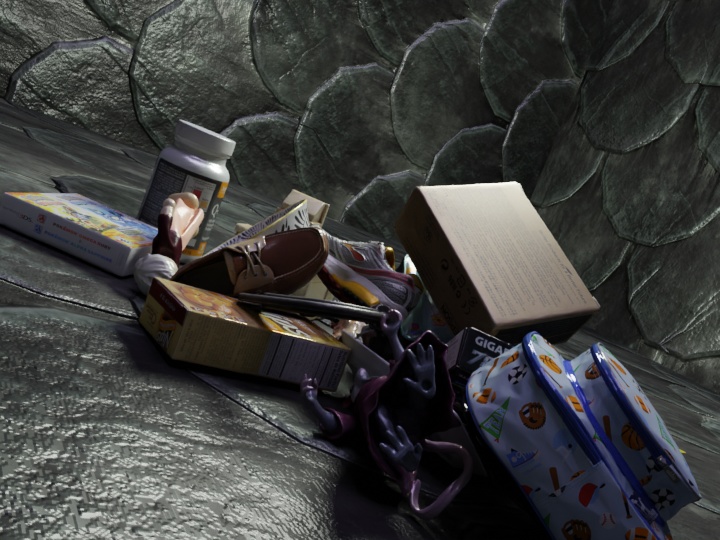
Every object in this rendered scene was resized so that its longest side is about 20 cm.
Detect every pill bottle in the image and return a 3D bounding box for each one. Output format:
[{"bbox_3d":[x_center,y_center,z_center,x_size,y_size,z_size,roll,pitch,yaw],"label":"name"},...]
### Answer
[{"bbox_3d":[-0.272,-0.122,1.201,0.115,0.202,0.116,22,8,-3],"label":"pill bottle"}]

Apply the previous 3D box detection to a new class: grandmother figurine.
[{"bbox_3d":[-0.244,-0.032,0.992,0.060,0.123,0.201,-3,32,0],"label":"grandmother figurine"}]

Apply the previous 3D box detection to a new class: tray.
[{"bbox_3d":[0.047,0.142,0.813,0.199,0.022,0.108,31,-26,49],"label":"tray"}]

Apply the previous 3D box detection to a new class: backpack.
[{"bbox_3d":[0.174,0.145,0.643,0.191,0.154,0.200,47,8,2],"label":"backpack"},{"bbox_3d":[0.128,0.076,0.979,0.199,0.154,0.177,28,34,-16],"label":"backpack"}]

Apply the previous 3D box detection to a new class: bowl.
[{"bbox_3d":[-0.136,-0.005,1.031,0.095,0.199,0.201,60,2,-9],"label":"bowl"}]

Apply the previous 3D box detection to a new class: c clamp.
[{"bbox_3d":[-0.040,0.040,0.835,0.169,0.027,0.199,14,-6,-34],"label":"c clamp"}]

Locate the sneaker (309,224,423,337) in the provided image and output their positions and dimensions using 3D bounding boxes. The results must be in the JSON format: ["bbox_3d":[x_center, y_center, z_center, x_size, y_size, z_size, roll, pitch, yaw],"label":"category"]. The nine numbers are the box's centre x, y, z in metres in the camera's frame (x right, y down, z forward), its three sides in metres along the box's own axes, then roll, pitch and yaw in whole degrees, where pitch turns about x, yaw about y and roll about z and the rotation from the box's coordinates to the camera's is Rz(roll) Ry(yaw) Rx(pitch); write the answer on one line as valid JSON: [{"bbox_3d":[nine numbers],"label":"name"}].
[{"bbox_3d":[0.000,0.000,0.942,0.200,0.082,0.078,39,-17,37],"label":"sneaker"}]

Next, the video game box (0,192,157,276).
[{"bbox_3d":[-0.360,-0.054,1.055,0.180,0.047,0.200,21,7,3],"label":"video game box"}]

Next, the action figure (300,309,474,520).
[{"bbox_3d":[0.033,0.124,0.712,0.150,0.133,0.200,53,-18,1],"label":"action figure"}]

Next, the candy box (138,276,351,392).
[{"bbox_3d":[-0.122,0.070,0.826,0.198,0.056,0.115,17,7,-35],"label":"candy box"}]

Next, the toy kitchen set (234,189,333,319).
[{"bbox_3d":[-0.125,-0.040,1.195,0.198,0.165,0.180,24,7,15],"label":"toy kitchen set"}]

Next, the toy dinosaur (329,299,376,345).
[{"bbox_3d":[0.020,0.084,1.119,0.200,0.134,0.087,55,15,-64],"label":"toy dinosaur"}]

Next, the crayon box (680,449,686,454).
[{"bbox_3d":[0.353,0.242,1.056,0.126,0.051,0.199,29,10,40],"label":"crayon box"}]

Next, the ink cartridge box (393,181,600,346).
[{"bbox_3d":[0.154,-0.005,0.895,0.163,0.075,0.201,-4,54,-32],"label":"ink cartridge box"}]

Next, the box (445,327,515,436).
[{"bbox_3d":[0.161,0.144,0.827,0.198,0.050,0.199,23,-23,-5],"label":"box"}]

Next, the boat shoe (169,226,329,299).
[{"bbox_3d":[-0.130,0.001,0.887,0.072,0.198,0.076,51,16,-76],"label":"boat shoe"}]
